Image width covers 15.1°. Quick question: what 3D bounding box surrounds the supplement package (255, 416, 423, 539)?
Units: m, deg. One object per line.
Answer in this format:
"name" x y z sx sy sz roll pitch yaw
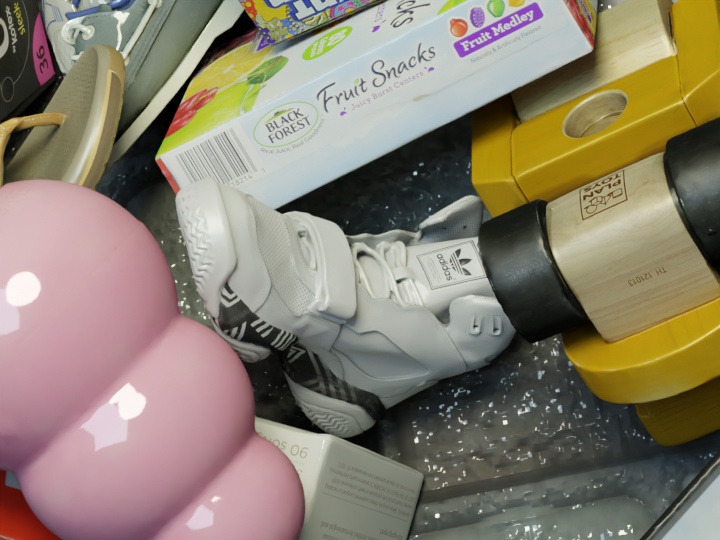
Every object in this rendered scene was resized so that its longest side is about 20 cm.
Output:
"supplement package" -0.067 0.166 1.230 0.117 0.117 0.201 12 83 25

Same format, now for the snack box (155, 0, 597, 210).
"snack box" 0.011 -0.100 1.250 0.200 0.142 0.053 -25 110 17

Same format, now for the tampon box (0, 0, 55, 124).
"tampon box" -0.279 -0.136 1.358 0.199 0.126 0.150 2 120 23

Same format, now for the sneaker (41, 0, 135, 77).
"sneaker" -0.144 -0.172 1.363 0.075 0.088 0.201 -17 73 17

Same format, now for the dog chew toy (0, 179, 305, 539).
"dog chew toy" -0.102 0.059 1.128 0.124 0.125 0.200 -41 96 9

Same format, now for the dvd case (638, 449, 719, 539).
"dvd case" 0.197 0.166 1.106 0.200 0.018 0.143 42 87 5

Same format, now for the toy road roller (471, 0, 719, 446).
"toy road roller" 0.133 -0.016 1.203 0.123 0.146 0.200 -24 32 17

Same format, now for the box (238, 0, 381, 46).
"box" -0.033 -0.249 1.233 0.122 0.193 0.200 -22 38 18

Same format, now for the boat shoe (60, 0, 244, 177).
"boat shoe" -0.113 -0.104 1.303 0.062 0.073 0.200 40 76 -10

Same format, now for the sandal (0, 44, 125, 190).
"sandal" -0.175 -0.023 1.218 0.200 0.054 0.080 -49 28 4

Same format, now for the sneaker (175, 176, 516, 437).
"sneaker" 0.000 0.000 1.201 0.115 0.200 0.075 -25 57 11

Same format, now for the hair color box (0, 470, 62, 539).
"hair color box" -0.196 0.115 1.248 0.200 0.061 0.102 -34 46 44
